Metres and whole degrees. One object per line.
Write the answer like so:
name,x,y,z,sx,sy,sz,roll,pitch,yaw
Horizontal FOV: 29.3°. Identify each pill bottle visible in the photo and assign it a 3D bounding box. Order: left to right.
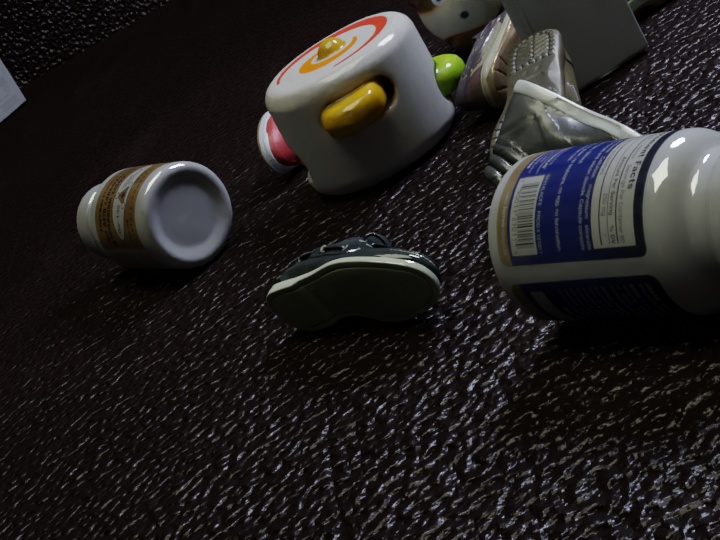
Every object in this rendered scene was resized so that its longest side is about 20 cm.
pill bottle,-0.238,-0.060,1.544,0.114,0.115,0.199,-42,23,-28
pill bottle,0.187,-0.028,0.879,0.199,0.117,0.116,-4,33,50

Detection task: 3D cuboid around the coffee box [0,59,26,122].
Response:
coffee box,-0.933,-0.400,3.158,0.196,0.201,0.200,-16,25,37

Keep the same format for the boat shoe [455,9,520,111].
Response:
boat shoe,0.147,-0.232,1.457,0.064,0.072,0.201,-11,34,29

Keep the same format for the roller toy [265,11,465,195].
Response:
roller toy,-0.005,-0.181,1.454,0.181,0.141,0.200,-9,30,46

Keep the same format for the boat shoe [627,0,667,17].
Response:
boat shoe,0.251,-0.287,1.426,0.199,0.077,0.072,-36,21,-10

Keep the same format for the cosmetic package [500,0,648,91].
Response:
cosmetic package,0.185,-0.280,1.325,0.101,0.202,0.074,-30,21,-1

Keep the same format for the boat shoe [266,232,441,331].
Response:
boat shoe,0.001,0.002,1.131,0.198,0.074,0.067,-19,33,53

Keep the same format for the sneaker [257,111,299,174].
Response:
sneaker,-0.044,-0.188,1.622,0.111,0.072,0.201,-23,20,30

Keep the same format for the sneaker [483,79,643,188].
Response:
sneaker,0.176,-0.072,1.077,0.199,0.070,0.100,32,98,44

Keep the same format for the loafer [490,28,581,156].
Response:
loafer,0.166,-0.133,1.221,0.075,0.067,0.202,-20,39,35

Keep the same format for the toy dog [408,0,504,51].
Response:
toy dog,0.141,-0.359,1.663,0.193,0.140,0.200,-26,17,52
